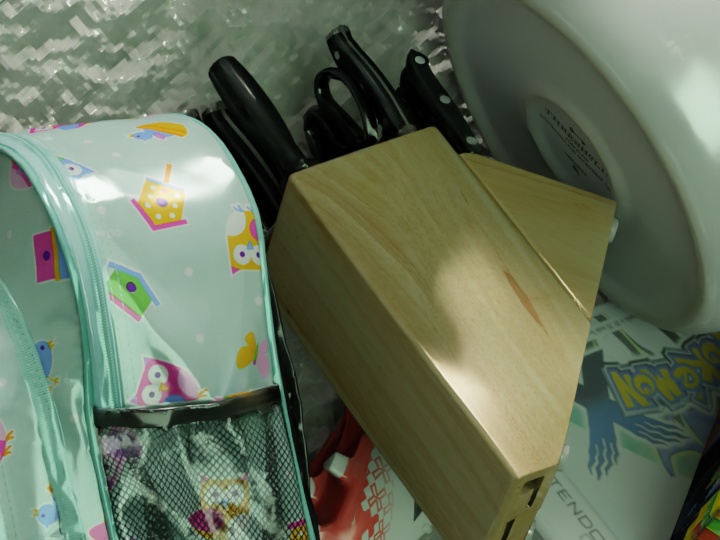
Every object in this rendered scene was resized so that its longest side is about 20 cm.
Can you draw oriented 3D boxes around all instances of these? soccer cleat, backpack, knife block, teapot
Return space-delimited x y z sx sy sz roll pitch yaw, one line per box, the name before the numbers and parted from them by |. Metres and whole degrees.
soccer cleat | 0.017 0.081 1.087 0.085 0.069 0.200 28 78 -22
backpack | -0.103 0.043 0.979 0.153 0.176 0.200 -2 92 -25
knife block | 0.000 0.000 1.009 0.175 0.064 0.200 17 47 0
teapot | 0.139 -0.080 1.054 0.146 0.197 0.200 -33 108 -15

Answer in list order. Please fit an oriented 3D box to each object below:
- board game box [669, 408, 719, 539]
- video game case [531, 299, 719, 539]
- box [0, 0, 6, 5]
board game box | 0.218 0.088 1.054 0.165 0.057 0.200 34 40 -2
video game case | 0.140 0.086 1.066 0.200 0.022 0.182 -18 61 -43
box | -0.203 -0.168 0.929 0.041 0.156 0.200 -40 107 -12
